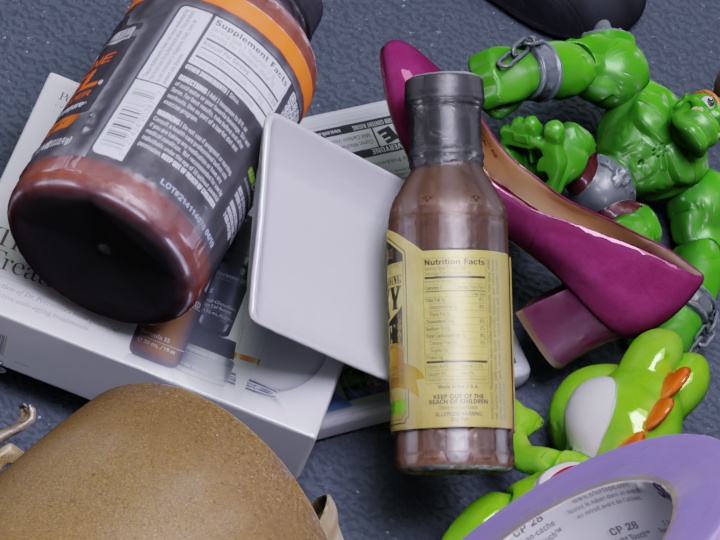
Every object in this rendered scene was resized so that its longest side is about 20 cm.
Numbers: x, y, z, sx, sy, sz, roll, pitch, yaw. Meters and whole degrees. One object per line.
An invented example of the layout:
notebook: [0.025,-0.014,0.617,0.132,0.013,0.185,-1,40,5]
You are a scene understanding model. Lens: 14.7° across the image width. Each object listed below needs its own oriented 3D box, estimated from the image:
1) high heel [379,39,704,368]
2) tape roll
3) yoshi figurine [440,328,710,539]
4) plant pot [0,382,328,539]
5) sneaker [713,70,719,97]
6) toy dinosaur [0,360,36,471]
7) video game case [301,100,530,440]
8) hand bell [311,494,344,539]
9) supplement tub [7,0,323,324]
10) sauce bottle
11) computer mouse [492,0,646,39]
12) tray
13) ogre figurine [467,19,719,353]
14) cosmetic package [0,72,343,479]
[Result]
high heel: [0.093,-0.051,1.454,0.200,0.096,0.067,55,25,-10]
tape roll: [0.106,0.168,1.261,0.200,0.200,0.085,-43,106,-30]
yoshi figurine: [0.104,0.117,1.438,0.112,0.113,0.200,23,64,43]
plant pot: [-0.137,0.174,1.241,0.186,0.187,0.200,46,43,14]
sneaker: [0.280,-0.047,1.577,0.200,0.071,0.076,32,59,6]
toy dinosaur: [-0.215,0.083,1.342,0.200,0.058,0.101,33,68,-17]
video game case: [-0.032,0.003,1.497,0.199,0.022,0.183,-13,64,-22]
hand bell: [0.032,0.209,1.368,0.200,0.104,0.104,36,57,-6]
supplement tub: [-0.089,-0.076,1.395,0.107,0.107,0.200,27,54,2]
sauce bottle: [0.045,0.002,1.398,0.064,0.065,0.201,2,80,-13]
computer mouse: [0.079,-0.201,1.627,0.199,0.053,0.139,23,56,0]
tray: [0.000,0.000,1.409,0.200,0.022,0.108,25,65,-52]
ogre figurine: [0.144,-0.056,1.529,0.200,0.098,0.120,42,49,3]
cosmetic package: [-0.097,0.001,1.439,0.199,0.052,0.151,21,54,-2]
